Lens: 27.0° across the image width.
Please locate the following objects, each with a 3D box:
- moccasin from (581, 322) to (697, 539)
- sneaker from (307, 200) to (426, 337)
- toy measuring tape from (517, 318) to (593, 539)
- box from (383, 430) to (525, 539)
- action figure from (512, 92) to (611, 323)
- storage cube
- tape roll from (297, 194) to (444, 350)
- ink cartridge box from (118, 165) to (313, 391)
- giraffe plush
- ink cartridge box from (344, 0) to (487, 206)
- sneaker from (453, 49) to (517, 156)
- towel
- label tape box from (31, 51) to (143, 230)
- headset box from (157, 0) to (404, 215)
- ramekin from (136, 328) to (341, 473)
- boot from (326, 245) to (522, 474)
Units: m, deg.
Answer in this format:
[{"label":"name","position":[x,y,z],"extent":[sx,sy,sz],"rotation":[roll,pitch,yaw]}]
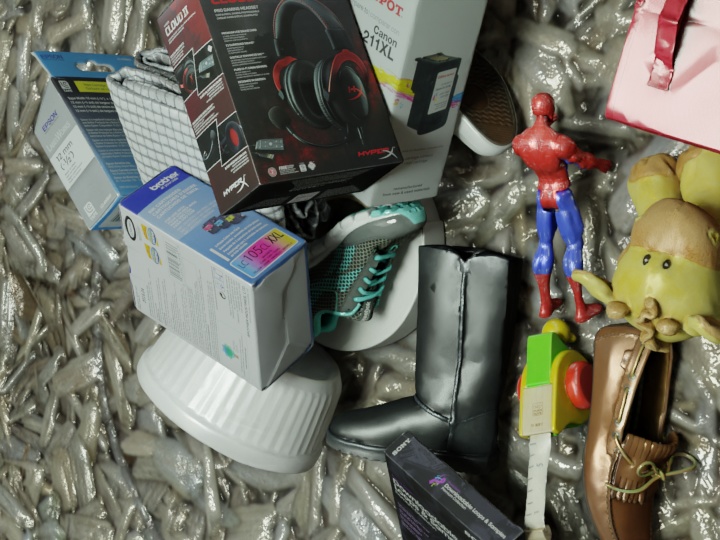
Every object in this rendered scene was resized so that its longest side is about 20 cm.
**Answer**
[{"label":"moccasin","position":[0.236,0.146,1.268],"extent":[0.078,0.074,0.202],"rotation":[4,87,47]},{"label":"sneaker","position":[0.000,0.000,1.402],"extent":[0.200,0.077,0.091],"rotation":[-31,79,46]},{"label":"toy measuring tape","position":[0.172,0.140,1.298],"extent":[0.073,0.074,0.201],"rotation":[-13,64,39]},{"label":"box","position":[0.089,0.243,1.340],"extent":[0.143,0.036,0.200],"rotation":[38,155,31]},{"label":"action figure","position":[0.181,-0.067,1.303],"extent":[0.065,0.099,0.200],"rotation":[6,120,36]},{"label":"storage cube","position":[0.312,-0.169,1.097],"extent":[0.179,0.200,0.171],"rotation":[22,107,29]},{"label":"tape roll","position":[-0.007,-0.022,1.469],"extent":[0.202,0.037,0.203],"rotation":[3,95,39]},{"label":"ink cartridge box","position":[-0.141,-0.002,1.357],"extent":[0.200,0.076,0.137],"rotation":[28,140,28]},{"label":"giraffe plush","position":[0.253,-0.002,1.176],"extent":[0.172,0.162,0.201],"rotation":[-12,86,39]},{"label":"ink cartridge box","position":[0.017,-0.181,1.318],"extent":[0.146,0.083,0.200],"rotation":[42,131,40]},{"label":"sneaker","position":[0.071,-0.169,1.382],"extent":[0.200,0.073,0.085],"rotation":[57,141,24]},{"label":"towel","position":[-0.127,-0.109,1.382],"extent":[0.200,0.086,0.166],"rotation":[22,139,37]},{"label":"label tape box","position":[-0.264,-0.139,1.601],"extent":[0.066,0.143,0.200],"rotation":[-47,65,31]},{"label":"headset box","position":[-0.070,-0.159,1.245],"extent":[0.075,0.148,0.200],"rotation":[-32,73,52]},{"label":"ramekin","position":[-0.110,0.103,1.470],"extent":[0.202,0.202,0.094],"rotation":[38,105,31]},{"label":"boot","position":[0.057,0.074,1.375],"extent":[0.164,0.066,0.201],"rotation":[6,103,9]}]
